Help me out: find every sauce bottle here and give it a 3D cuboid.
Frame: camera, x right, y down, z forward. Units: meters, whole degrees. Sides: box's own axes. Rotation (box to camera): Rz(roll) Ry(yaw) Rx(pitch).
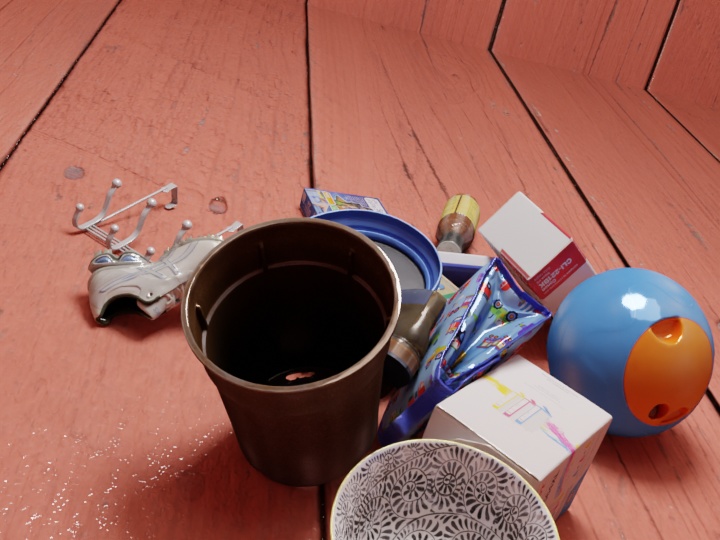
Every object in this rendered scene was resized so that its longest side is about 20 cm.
[{"bbox_3d":[0.151,-0.064,1.625,0.065,0.067,0.200,19,26,6],"label":"sauce bottle"}]

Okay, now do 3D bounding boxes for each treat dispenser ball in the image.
[{"bbox_3d":[0.325,0.099,1.233,0.197,0.204,0.202,13,25,-6],"label":"treat dispenser ball"}]

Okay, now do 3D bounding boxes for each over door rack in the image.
[{"bbox_3d":[-0.270,-0.072,1.387,0.146,0.068,0.199,29,28,24],"label":"over door rack"}]

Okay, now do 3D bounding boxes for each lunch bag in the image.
[{"bbox_3d":[0.092,0.104,1.092,0.094,0.151,0.200,44,50,4],"label":"lunch bag"}]

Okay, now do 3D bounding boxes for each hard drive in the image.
[{"bbox_3d":[0.077,-0.002,1.409,0.196,0.026,0.132,5,-14,-22],"label":"hard drive"}]

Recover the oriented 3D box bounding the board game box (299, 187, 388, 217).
[{"bbox_3d":[-0.007,-0.062,1.557,0.133,0.035,0.201,7,27,-20],"label":"board game box"}]

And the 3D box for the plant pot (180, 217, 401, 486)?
[{"bbox_3d":[-0.057,0.090,0.977,0.196,0.200,0.203,-2,48,2],"label":"plant pot"}]

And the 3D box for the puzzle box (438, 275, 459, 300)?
[{"bbox_3d":[0.063,0.059,1.261,0.198,0.026,0.133,-13,41,-40],"label":"puzzle box"}]

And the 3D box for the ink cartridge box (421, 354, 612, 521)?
[{"bbox_3d":[0.139,0.194,1.014,0.124,0.130,0.199,32,30,25],"label":"ink cartridge box"}]

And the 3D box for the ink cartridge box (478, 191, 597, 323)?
[{"bbox_3d":[0.268,0.009,1.406,0.200,0.084,0.145,46,4,-38],"label":"ink cartridge box"}]

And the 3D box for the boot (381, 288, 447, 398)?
[{"bbox_3d":[0.028,0.081,1.123,0.075,0.199,0.097,43,66,-13],"label":"boot"}]

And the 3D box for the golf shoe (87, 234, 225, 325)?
[{"bbox_3d":[-0.222,0.021,1.194,0.196,0.079,0.098,-11,48,3],"label":"golf shoe"}]

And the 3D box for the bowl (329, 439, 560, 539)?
[{"bbox_3d":[0.065,0.253,0.870,0.196,0.095,0.203,7,42,-6],"label":"bowl"}]

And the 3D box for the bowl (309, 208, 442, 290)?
[{"bbox_3d":[0.000,0.000,1.242,0.196,0.040,0.202,5,39,-4],"label":"bowl"}]
